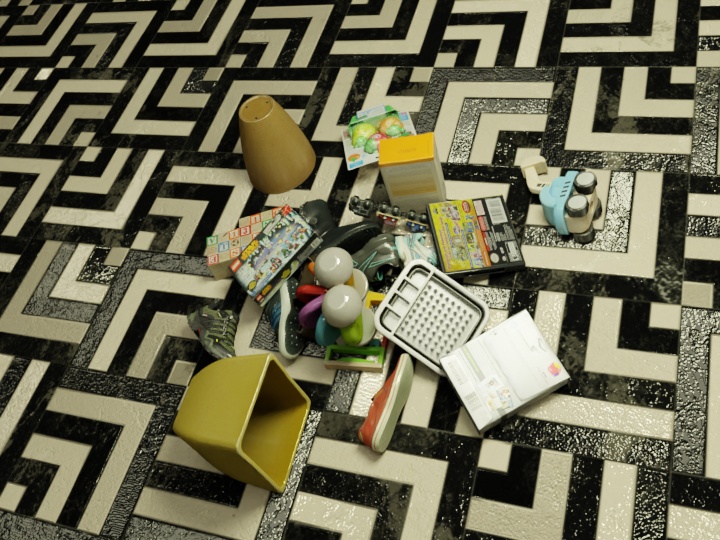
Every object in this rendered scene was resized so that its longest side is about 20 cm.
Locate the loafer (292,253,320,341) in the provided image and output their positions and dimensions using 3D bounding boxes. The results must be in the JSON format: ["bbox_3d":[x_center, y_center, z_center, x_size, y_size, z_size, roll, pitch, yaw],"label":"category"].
[{"bbox_3d":[-0.109,0.053,1.657,0.070,0.073,0.204,8,58,-28],"label":"loafer"}]

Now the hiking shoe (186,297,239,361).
[{"bbox_3d":[-0.302,0.134,1.688,0.100,0.076,0.200,-40,52,-9],"label":"hiking shoe"}]

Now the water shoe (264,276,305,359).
[{"bbox_3d":[-0.166,0.110,1.682,0.078,0.071,0.204,-28,47,32],"label":"water shoe"}]

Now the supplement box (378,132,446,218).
[{"bbox_3d":[0.119,-0.208,1.724,0.123,0.201,0.075,-5,56,12],"label":"supplement box"}]

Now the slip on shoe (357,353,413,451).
[{"bbox_3d":[0.051,0.249,1.497,0.060,0.074,0.203,12,64,28],"label":"slip on shoe"}]

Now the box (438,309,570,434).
[{"bbox_3d":[0.270,0.190,1.465,0.197,0.041,0.158,-29,66,-3],"label":"box"}]

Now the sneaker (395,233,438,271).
[{"bbox_3d":[0.132,-0.010,1.656,0.085,0.078,0.202,-21,51,-3],"label":"sneaker"}]

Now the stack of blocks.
[{"bbox_3d":[-0.263,-0.065,1.832,0.196,0.059,0.117,-16,51,6],"label":"stack of blocks"}]

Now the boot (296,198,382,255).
[{"bbox_3d":[-0.064,-0.106,1.787,0.197,0.077,0.170,-27,55,5],"label":"boot"}]

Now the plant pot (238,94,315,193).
[{"bbox_3d":[-0.227,-0.328,1.925,0.182,0.201,0.190,-9,53,12],"label":"plant pot"}]

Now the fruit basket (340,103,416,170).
[{"bbox_3d":[0.043,-0.328,1.889,0.181,0.095,0.201,-16,32,6],"label":"fruit basket"}]

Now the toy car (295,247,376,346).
[{"bbox_3d":[-0.059,0.065,1.561,0.147,0.175,0.204,-19,63,10],"label":"toy car"}]

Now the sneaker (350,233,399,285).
[{"bbox_3d":[0.000,0.000,1.672,0.198,0.075,0.081,-33,68,24],"label":"sneaker"}]

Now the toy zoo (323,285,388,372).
[{"bbox_3d":[0.003,0.117,1.638,0.128,0.021,0.203,1,56,18],"label":"toy zoo"}]

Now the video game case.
[{"bbox_3d":[0.246,-0.075,1.676,0.176,0.026,0.203,-7,52,-4],"label":"video game case"}]

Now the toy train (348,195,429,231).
[{"bbox_3d":[0.067,-0.124,1.744,0.195,0.047,0.034,14,21,-2],"label":"toy train"}]

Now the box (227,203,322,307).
[{"bbox_3d":[-0.191,-0.036,1.712,0.200,0.040,0.137,-47,47,-1],"label":"box"}]

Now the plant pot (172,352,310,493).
[{"bbox_3d":[-0.242,0.287,1.490,0.196,0.197,0.197,0,54,26],"label":"plant pot"}]

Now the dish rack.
[{"bbox_3d":[0.142,0.096,1.549,0.198,0.044,0.173,34,79,9],"label":"dish rack"}]

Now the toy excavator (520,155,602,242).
[{"bbox_3d":[0.422,-0.169,1.677,0.196,0.101,0.197,8,56,33],"label":"toy excavator"}]
